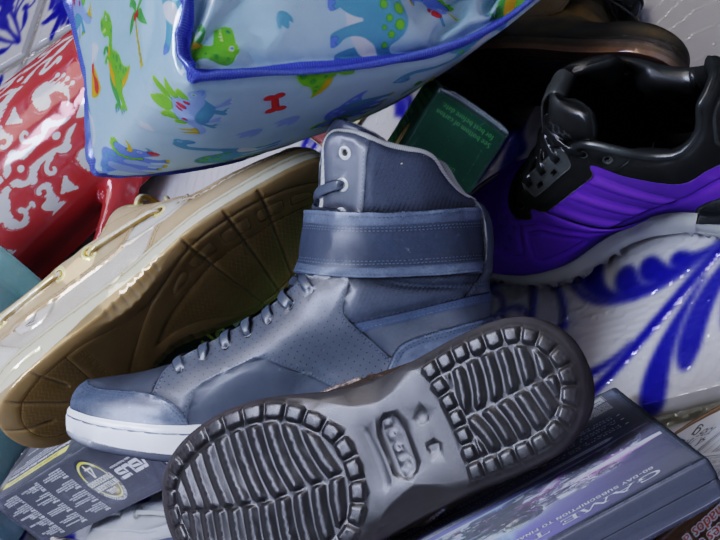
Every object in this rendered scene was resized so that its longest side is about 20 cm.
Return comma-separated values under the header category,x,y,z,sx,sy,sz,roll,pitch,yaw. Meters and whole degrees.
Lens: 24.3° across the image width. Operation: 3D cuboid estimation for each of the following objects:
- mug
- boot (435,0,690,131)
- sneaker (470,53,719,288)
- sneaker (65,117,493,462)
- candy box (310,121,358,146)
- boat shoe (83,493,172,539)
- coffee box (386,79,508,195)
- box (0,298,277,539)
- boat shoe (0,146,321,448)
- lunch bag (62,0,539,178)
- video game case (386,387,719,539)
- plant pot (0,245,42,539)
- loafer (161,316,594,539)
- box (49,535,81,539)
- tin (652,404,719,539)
category,x,y,z,sx,sy,sz,roll,pitch,yaw
mug,-0.216,-0.048,1.154,0.199,0.178,0.133,-38,1,15
boot,0.108,-0.128,0.836,0.098,0.074,0.199,-61,26,-12
sneaker,0.106,-0.055,0.763,0.199,0.099,0.070,-15,49,42
sneaker,-0.036,0.009,0.742,0.200,0.077,0.148,-4,93,7
candy box,-0.079,-0.154,1.053,0.056,0.115,0.200,-53,35,4
boat shoe,-0.085,0.136,0.859,0.199,0.073,0.066,-13,56,42
coffee box,0.000,0.000,0.837,0.201,0.044,0.123,-57,5,6
box,-0.114,0.056,0.908,0.200,0.049,0.162,-32,22,54
boat shoe,-0.098,-0.002,0.793,0.199,0.074,0.069,-35,48,-7
lunch bag,-0.019,-0.122,0.763,0.170,0.198,0.129,158,106,-66
video game case,0.054,0.096,0.642,0.142,0.019,0.200,-29,3,1
plant pot,-0.247,0.054,1.026,0.135,0.200,0.200,-50,34,-12
loafer,0.011,0.077,0.671,0.198,0.071,0.074,-19,79,24
box,-0.135,0.237,0.763,0.159,0.048,0.202,95,-173,-68
tin,0.100,0.108,0.610,0.199,0.042,0.112,-36,-1,-19
